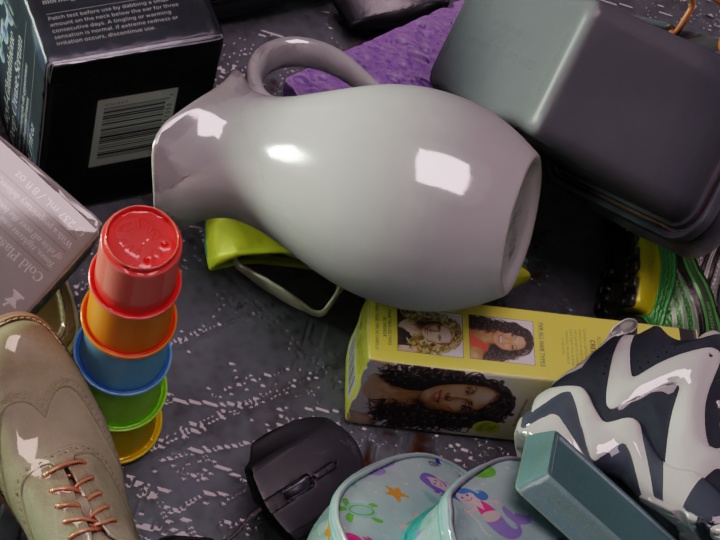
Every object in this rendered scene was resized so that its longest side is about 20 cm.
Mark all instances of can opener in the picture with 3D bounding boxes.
[{"bbox_3d":[-0.038,-0.197,1.222,0.198,0.064,0.079,-8,55,-18],"label":"can opener"}]

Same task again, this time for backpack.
[{"bbox_3d":[0.058,0.183,0.952,0.200,0.151,0.177,39,27,19],"label":"backpack"}]

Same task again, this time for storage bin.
[{"bbox_3d":[0.140,-0.114,1.094,0.134,0.200,0.146,24,96,-27],"label":"storage bin"}]

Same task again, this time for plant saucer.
[{"bbox_3d":[0.158,0.157,0.936,0.200,0.019,0.070,41,19,-4],"label":"plant saucer"}]

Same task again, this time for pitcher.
[{"bbox_3d":[0.004,-0.065,1.056,0.199,0.122,0.172,15,47,15],"label":"pitcher"}]

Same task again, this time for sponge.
[{"bbox_3d":[0.057,-0.114,1.213,0.199,0.030,0.112,-28,69,-26],"label":"sponge"}]

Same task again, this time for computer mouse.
[{"bbox_3d":[-0.052,0.127,0.987,0.059,0.034,0.200,60,35,-4],"label":"computer mouse"}]

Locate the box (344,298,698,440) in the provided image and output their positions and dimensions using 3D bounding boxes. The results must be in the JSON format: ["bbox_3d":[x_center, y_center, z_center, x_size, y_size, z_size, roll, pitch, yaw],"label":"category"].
[{"bbox_3d":[0.094,0.062,1.088,0.198,0.075,0.050,6,55,-8],"label":"box"}]

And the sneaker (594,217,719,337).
[{"bbox_3d":[0.200,-0.028,1.175,0.085,0.078,0.201,15,65,-12],"label":"sneaker"}]

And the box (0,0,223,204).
[{"bbox_3d":[-0.170,-0.164,1.120,0.106,0.149,0.201,-12,62,-20],"label":"box"}]

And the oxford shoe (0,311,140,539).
[{"bbox_3d":[-0.142,0.117,0.943,0.070,0.074,0.201,-22,99,-26],"label":"oxford shoe"}]

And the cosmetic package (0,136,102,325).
[{"bbox_3d":[-0.241,0.023,0.982,0.107,0.090,0.200,40,75,-5],"label":"cosmetic package"}]

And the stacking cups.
[{"bbox_3d":[-0.127,0.032,0.977,0.060,0.200,0.061,5,57,-7],"label":"stacking cups"}]

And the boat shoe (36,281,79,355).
[{"bbox_3d":[-0.224,-0.033,1.069,0.071,0.076,0.200,-27,68,-27],"label":"boat shoe"}]

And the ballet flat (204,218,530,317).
[{"bbox_3d":[0.000,0.000,1.117,0.199,0.067,0.068,16,78,0],"label":"ballet flat"}]

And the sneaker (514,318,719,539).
[{"bbox_3d":[0.195,0.094,0.999,0.198,0.080,0.130,26,65,27],"label":"sneaker"}]
